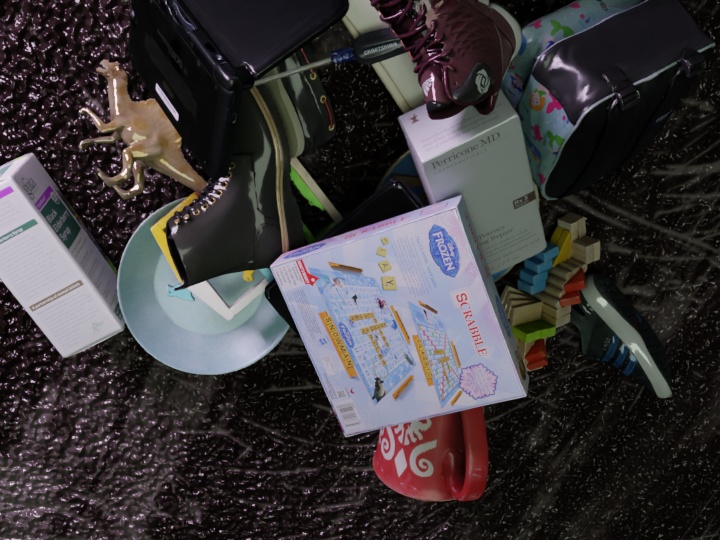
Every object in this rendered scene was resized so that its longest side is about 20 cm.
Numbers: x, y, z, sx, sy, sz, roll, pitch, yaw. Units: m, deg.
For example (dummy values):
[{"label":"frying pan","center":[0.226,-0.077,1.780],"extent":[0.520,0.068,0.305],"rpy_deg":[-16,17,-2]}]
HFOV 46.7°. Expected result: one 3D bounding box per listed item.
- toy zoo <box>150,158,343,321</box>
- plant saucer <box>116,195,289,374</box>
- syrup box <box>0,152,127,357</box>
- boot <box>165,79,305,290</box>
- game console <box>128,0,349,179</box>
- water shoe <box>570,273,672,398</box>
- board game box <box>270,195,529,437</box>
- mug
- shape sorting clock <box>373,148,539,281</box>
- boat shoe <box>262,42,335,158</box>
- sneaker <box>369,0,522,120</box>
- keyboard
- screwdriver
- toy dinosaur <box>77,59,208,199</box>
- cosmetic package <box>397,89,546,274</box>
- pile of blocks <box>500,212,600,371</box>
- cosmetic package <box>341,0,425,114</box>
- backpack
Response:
[{"label":"toy zoo","center":[-0.131,-0.039,0.899],"extent":[0.200,0.020,0.132],"rpy_deg":[-39,104,-3]},{"label":"plant saucer","center":[-0.168,0.014,0.933],"extent":[0.199,0.039,0.203],"rpy_deg":[-2,101,-10]},{"label":"syrup box","center":[-0.335,-0.015,0.894],"extent":[0.081,0.079,0.201],"rpy_deg":[-25,115,7]},{"label":"boot","center":[-0.140,-0.087,0.821],"extent":[0.137,0.077,0.202],"rpy_deg":[-19,101,-25]},{"label":"game console","center":[-0.122,-0.217,0.772],"extent":[0.116,0.200,0.177],"rpy_deg":[-18,146,-31]},{"label":"water shoe","center":[0.311,0.085,1.027],"extent":[0.079,0.072,0.200],"rpy_deg":[-28,113,32]},{"label":"board game box","center":[0.039,0.051,0.818],"extent":[0.198,0.041,0.201],"rpy_deg":[-16,107,21]},{"label":"mug","center":[0.106,0.158,0.983],"extent":[0.133,0.177,0.202],"rpy_deg":[-17,120,-46]},{"label":"shape sorting clock","center":[0.107,-0.058,0.942],"extent":[0.198,0.039,0.202],"rpy_deg":[-2,116,-5]},{"label":"boat shoe","center":[-0.083,-0.216,0.838],"extent":[0.063,0.073,0.203],"rpy_deg":[-30,109,-33]},{"label":"sneaker","center":[0.054,-0.196,0.697],"extent":[0.199,0.075,0.116],"rpy_deg":[25,70,-29]},{"label":"keyboard","center":[0.000,0.000,0.857],"extent":[0.200,0.040,0.104],"rpy_deg":[-38,93,25]},{"label":"screwdriver","center":[-0.042,-0.192,0.766],"extent":[0.198,0.028,0.029],"rpy_deg":[-11,148,7]},{"label":"toy dinosaur","center":[-0.214,-0.120,0.837],"extent":[0.101,0.058,0.200],"rpy_deg":[-41,98,-4]},{"label":"cosmetic package","center":[0.116,-0.084,0.832],"extent":[0.101,0.074,0.200],"rpy_deg":[-25,141,4]},{"label":"pile of blocks","center":[0.214,0.031,0.951],"extent":[0.082,0.062,0.201],"rpy_deg":[18,97,-38]},{"label":"cosmetic package","center":[0.031,-0.238,0.813],"extent":[0.073,0.104,0.200],"rpy_deg":[-33,113,12]},{"label":"backpack","center":[0.228,-0.169,0.826],"extent":[0.177,0.151,0.200],"rpy_deg":[-28,154,-12]}]
